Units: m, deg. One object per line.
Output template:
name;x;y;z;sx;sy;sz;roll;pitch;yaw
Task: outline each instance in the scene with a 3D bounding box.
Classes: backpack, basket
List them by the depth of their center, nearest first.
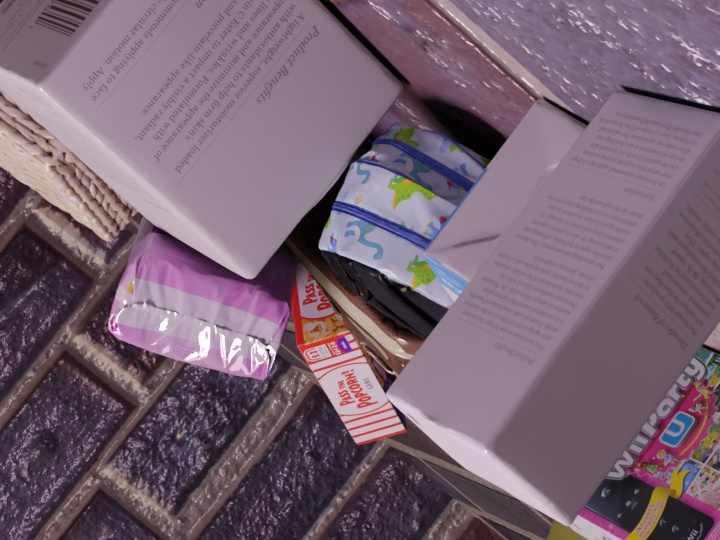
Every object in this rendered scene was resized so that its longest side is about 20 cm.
backpack;0.068;-0.008;1.360;0.199;0.154;0.163;11;-170;-28
basket;-0.262;-0.158;1.857;0.200;0.161;0.198;33;170;21

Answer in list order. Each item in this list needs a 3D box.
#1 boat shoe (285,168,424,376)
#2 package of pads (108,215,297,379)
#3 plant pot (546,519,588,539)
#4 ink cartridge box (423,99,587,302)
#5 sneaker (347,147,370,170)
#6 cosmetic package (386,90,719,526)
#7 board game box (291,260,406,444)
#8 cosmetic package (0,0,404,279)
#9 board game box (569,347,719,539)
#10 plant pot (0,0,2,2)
boat shoe;-0.005;0.003;1.517;0.203;0.074;0.075;56;161;33
package of pads;-0.110;0.004;1.514;0.120;0.076;0.200;20;-162;-6
plant pot;0.222;0.198;1.564;0.187;0.200;0.187;37;171;7
ink cartridge box;0.119;0.002;1.234;0.067;0.116;0.200;32;169;28
sneaker;-0.065;-0.100;1.615;0.199;0.088;0.076;9;-160;32
cosmetic package;0.115;0.014;1.025;0.071;0.200;0.101;42;171;-29
board game box;-0.017;0.016;1.683;0.152;0.046;0.201;62;-165;-50
cosmetic package;-0.116;-0.130;1.357;0.200;0.165;0.165;44;171;-30
board game box;0.225;0.135;1.393;0.064;0.148;0.200;42;170;-33
plant pot;-0.323;-0.245;1.571;0.195;0.194;0.200;39;179;-6
